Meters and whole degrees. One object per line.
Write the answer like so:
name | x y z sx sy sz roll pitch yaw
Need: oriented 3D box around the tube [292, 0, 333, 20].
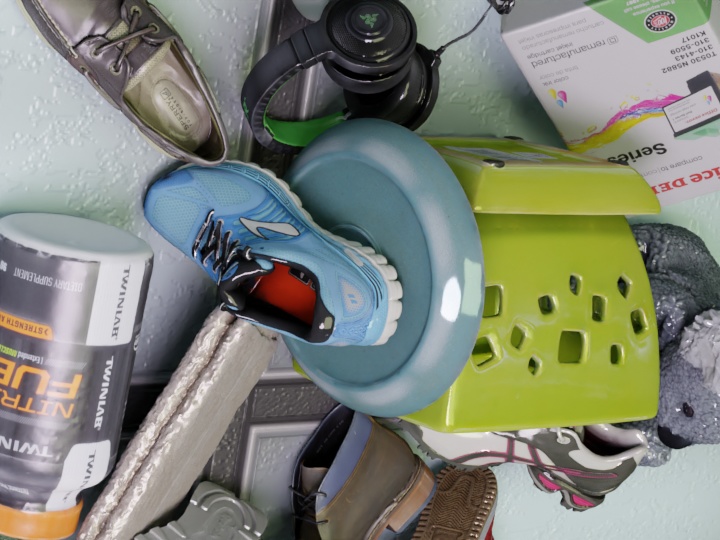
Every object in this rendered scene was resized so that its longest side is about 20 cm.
tube | 0.042 -0.224 1.540 0.199 0.058 0.052 -22 85 -32

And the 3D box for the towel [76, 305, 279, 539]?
towel | -0.124 0.111 1.509 0.200 0.034 0.133 -58 169 -2

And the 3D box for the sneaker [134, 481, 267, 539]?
sneaker | -0.125 0.217 1.519 0.081 0.076 0.200 -58 171 21

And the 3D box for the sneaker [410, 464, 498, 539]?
sneaker | 0.055 0.249 1.672 0.200 0.071 0.113 -56 152 -43

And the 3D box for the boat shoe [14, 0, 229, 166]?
boat shoe | -0.146 -0.142 1.424 0.073 0.065 0.200 -50 127 -7

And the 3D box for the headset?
headset | 0.010 -0.152 1.505 0.199 0.094 0.124 -24 153 7

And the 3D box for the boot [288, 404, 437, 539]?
boot | -0.037 0.188 1.633 0.200 0.075 0.097 -48 118 -23

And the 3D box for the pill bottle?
pill bottle | -0.202 0.071 1.440 0.106 0.106 0.201 2 106 -36

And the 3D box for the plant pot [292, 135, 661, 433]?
plant pot | 0.088 0.002 1.569 0.198 0.200 0.182 0 102 -35

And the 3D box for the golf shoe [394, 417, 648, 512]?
golf shoe | 0.121 0.113 1.673 0.199 0.088 0.077 20 55 -22

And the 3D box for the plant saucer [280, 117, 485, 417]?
plant saucer | 0.000 0.000 1.476 0.027 0.200 0.201 -9 113 -44

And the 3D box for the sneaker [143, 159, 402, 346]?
sneaker | -0.069 -0.012 1.446 0.090 0.200 0.079 -16 128 -52

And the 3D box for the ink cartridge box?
ink cartridge box | 0.210 -0.145 1.620 0.200 0.144 0.084 54 31 -36

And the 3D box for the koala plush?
koala plush | 0.254 0.066 1.703 0.177 0.200 0.184 41 82 -38
